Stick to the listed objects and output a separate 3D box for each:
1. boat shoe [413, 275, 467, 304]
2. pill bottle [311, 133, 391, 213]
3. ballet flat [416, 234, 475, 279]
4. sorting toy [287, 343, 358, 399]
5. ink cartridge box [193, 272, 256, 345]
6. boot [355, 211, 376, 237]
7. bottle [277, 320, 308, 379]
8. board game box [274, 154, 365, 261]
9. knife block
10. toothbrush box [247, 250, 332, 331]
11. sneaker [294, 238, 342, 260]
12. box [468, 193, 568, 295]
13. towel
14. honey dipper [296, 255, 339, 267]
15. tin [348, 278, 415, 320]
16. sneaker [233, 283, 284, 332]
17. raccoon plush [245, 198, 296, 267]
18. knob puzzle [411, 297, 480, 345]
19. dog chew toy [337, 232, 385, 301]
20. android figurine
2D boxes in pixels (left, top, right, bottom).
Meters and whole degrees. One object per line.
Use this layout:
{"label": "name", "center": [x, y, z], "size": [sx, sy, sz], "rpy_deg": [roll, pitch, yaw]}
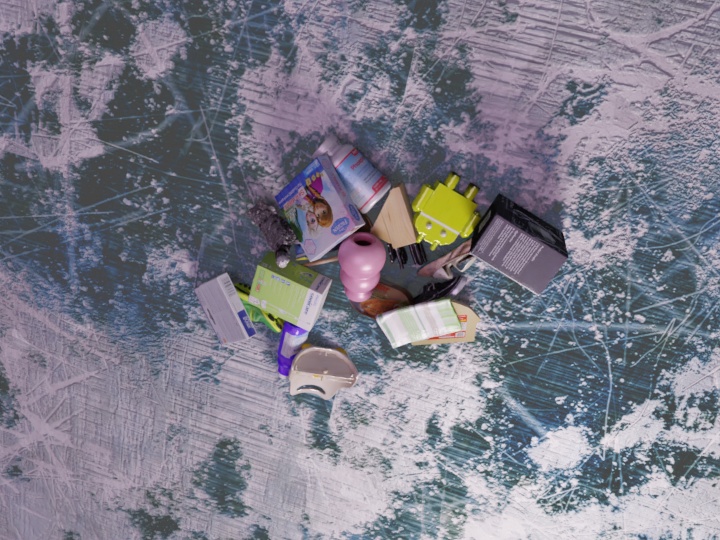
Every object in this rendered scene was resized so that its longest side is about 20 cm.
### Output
{"label": "boat shoe", "center": [0.197, 0.064, 1.755], "size": [0.200, 0.072, 0.068], "rpy_deg": [-38, 100, 31]}
{"label": "pill bottle", "center": [-0.025, -0.250, 1.664], "size": [0.200, 0.109, 0.109], "rpy_deg": [43, 115, -5]}
{"label": "ballet flat", "center": [0.238, -0.018, 1.704], "size": [0.200, 0.068, 0.067], "rpy_deg": [-34, 69, 24]}
{"label": "sorting toy", "center": [-0.129, 0.317, 1.914], "size": [0.199, 0.107, 0.181], "rpy_deg": [11, 129, -16]}
{"label": "ink cartridge box", "center": [-0.397, 0.117, 1.899], "size": [0.200, 0.041, 0.200], "rpy_deg": [-18, 99, 54]}
{"label": "boot", "center": [-0.030, -0.139, 1.726], "size": [0.073, 0.076, 0.200], "rpy_deg": [-27, 103, 24]}
{"label": "bottle", "center": [-0.203, 0.229, 1.908], "size": [0.065, 0.083, 0.201], "rpy_deg": [30, 120, 24]}
{"label": "board game box", "center": [-0.107, -0.154, 1.648], "size": [0.200, 0.041, 0.200], "rpy_deg": [-35, 82, 42]}
{"label": "knife block", "center": [0.125, -0.107, 1.707], "size": [0.175, 0.064, 0.201], "rpy_deg": [28, 114, 2]}
{"label": "toothbrush box", "center": [-0.200, 0.058, 1.829], "size": [0.199, 0.086, 0.146], "rpy_deg": [25, 127, 5]}
{"label": "sneaker", "center": [-0.105, -0.087, 1.752], "size": [0.199, 0.074, 0.083], "rpy_deg": [-18, 79, 33]}
{"label": "box", "center": [0.383, -0.068, 1.581], "size": [0.196, 0.200, 0.124], "rpy_deg": [33, 114, 0]}
{"label": "towel", "center": [0.155, 0.139, 1.701], "size": [0.199, 0.031, 0.149], "rpy_deg": [-15, 140, 15]}
{"label": "honey dipper", "center": [-0.099, -0.027, 1.814], "size": [0.199, 0.038, 0.038], "rpy_deg": [-12, 107, 23]}
{"label": "tin", "center": [0.059, 0.081, 1.784], "size": [0.199, 0.042, 0.113], "rpy_deg": [22, 120, 25]}
{"label": "sneaker", "center": [-0.304, 0.117, 1.902], "size": [0.200, 0.074, 0.084], "rpy_deg": [37, 124, 10]}
{"label": "raccoon plush", "center": [-0.236, -0.110, 1.732], "size": [0.097, 0.200, 0.134], "rpy_deg": [-44, 117, 8]}
{"label": "knob puzzle", "center": [0.220, 0.128, 1.738], "size": [0.218, 0.031, 0.220], "rpy_deg": [-1, 141, -1]}
{"label": "dog chew toy", "center": [0.000, 0.000, 1.705], "size": [0.124, 0.125, 0.201], "rpy_deg": [13, 129, 9]}
{"label": "android figurine", "center": [0.214, -0.146, 1.654], "size": [0.182, 0.041, 0.200], "rpy_deg": [28, 106, -19]}
